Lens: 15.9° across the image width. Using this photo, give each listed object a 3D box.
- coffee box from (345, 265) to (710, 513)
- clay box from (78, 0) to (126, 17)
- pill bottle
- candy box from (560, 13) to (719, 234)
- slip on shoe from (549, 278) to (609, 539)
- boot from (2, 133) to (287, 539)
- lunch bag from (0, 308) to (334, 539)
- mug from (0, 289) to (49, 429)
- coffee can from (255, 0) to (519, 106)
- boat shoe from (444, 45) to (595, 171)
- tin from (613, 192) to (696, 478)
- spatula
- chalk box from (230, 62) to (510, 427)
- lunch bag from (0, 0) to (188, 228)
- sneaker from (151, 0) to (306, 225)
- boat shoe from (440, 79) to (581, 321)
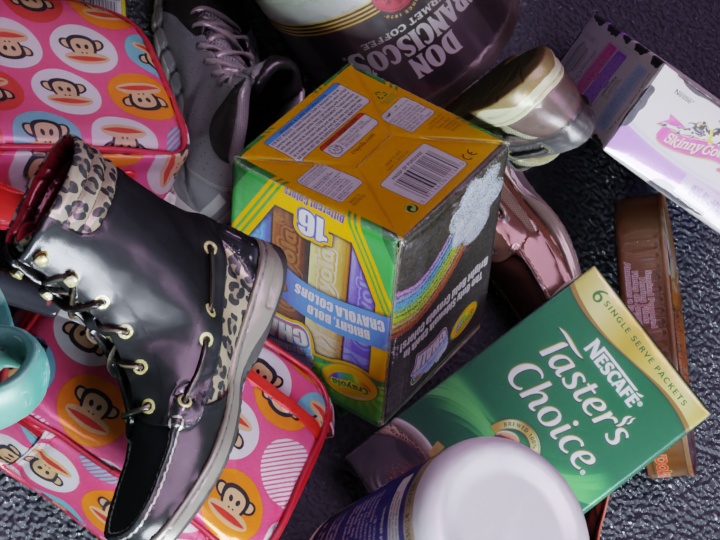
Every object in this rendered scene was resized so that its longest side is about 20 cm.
[{"bbox_3d":[0.103,0.102,1.602,0.200,0.044,0.123,-36,82,0],"label":"coffee box"},{"bbox_3d":[-0.214,-0.244,1.635,0.115,0.048,0.200,7,64,-28],"label":"clay box"},{"bbox_3d":[0.033,0.180,1.499,0.116,0.200,0.116,15,61,-28],"label":"pill bottle"},{"bbox_3d":[0.225,-0.085,1.753,0.168,0.200,0.072,34,97,-15],"label":"candy box"},{"bbox_3d":[0.138,0.104,1.656,0.074,0.061,0.200,18,78,-31],"label":"slip on shoe"},{"bbox_3d":[-0.135,0.040,1.400,0.154,0.073,0.204,34,61,-27],"label":"boot"},{"bbox_3d":[-0.118,0.076,1.531,0.200,0.082,0.176,36,49,-11],"label":"lunch bag"},{"bbox_3d":[-0.271,0.030,1.383,0.114,0.185,0.152,-44,112,-30],"label":"mug"},{"bbox_3d":[-0.009,-0.212,1.645,0.200,0.146,0.147,53,46,-34],"label":"coffee can"},{"bbox_3d":[0.098,-0.093,1.604,0.072,0.201,0.066,-42,95,-7],"label":"boat shoe"},{"bbox_3d":[0.197,0.043,1.730,0.042,0.112,0.200,-5,63,6],"label":"tin"},{"bbox_3d":[-0.158,0.027,1.466,0.200,0.021,0.057,24,58,-16],"label":"spatula"},{"bbox_3d":[0.000,0.000,1.590,0.124,0.200,0.125,28,46,22],"label":"chalk box"},{"bbox_3d":[-0.203,-0.085,1.498,0.200,0.082,0.176,3,39,-28],"label":"lunch bag"},{"bbox_3d":[-0.073,-0.128,1.628,0.075,0.115,0.200,6,65,-30],"label":"sneaker"},{"bbox_3d":[0.080,-0.032,1.716,0.072,0.076,0.200,-22,77,-28],"label":"boat shoe"}]
